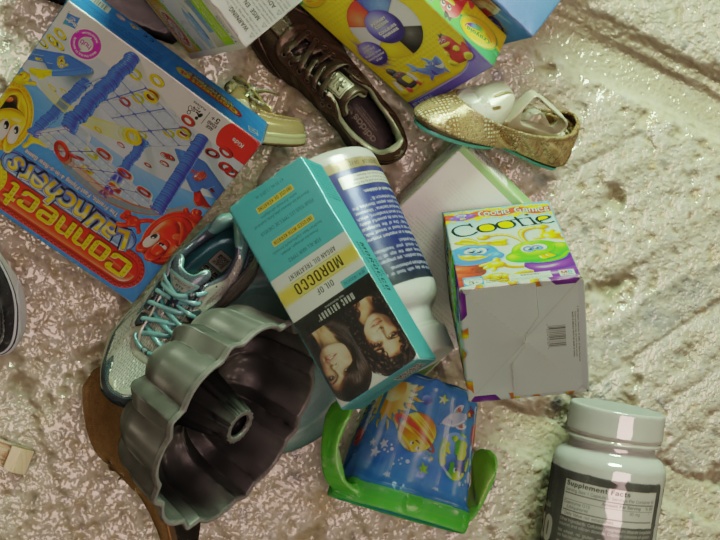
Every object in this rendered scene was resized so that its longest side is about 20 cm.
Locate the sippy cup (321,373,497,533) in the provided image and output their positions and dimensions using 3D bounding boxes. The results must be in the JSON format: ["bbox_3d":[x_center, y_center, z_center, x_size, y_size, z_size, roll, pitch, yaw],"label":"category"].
[{"bbox_3d":[0.050,0.167,1.232,0.139,0.178,0.131,11,78,18],"label":"sippy cup"}]

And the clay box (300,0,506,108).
[{"bbox_3d":[0.022,-0.242,1.182,0.200,0.115,0.048,38,55,-21],"label":"clay box"}]

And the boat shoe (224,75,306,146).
[{"bbox_3d":[-0.140,-0.156,1.178,0.199,0.073,0.063,14,93,-15],"label":"boat shoe"}]

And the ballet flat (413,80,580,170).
[{"bbox_3d":[0.133,-0.146,1.228,0.200,0.071,0.065,7,124,-44],"label":"ballet flat"}]

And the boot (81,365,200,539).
[{"bbox_3d":[-0.198,0.176,1.202,0.075,0.074,0.201,-12,100,12],"label":"boot"}]

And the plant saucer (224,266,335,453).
[{"bbox_3d":[-0.088,0.080,1.224,0.199,0.036,0.201,-1,96,-13],"label":"plant saucer"}]

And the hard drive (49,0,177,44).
[{"bbox_3d":[-0.203,-0.320,1.169,0.139,0.033,0.201,17,89,-16],"label":"hard drive"}]

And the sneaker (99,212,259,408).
[{"bbox_3d":[-0.163,0.027,1.137,0.077,0.086,0.200,30,68,8],"label":"sneaker"}]

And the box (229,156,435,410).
[{"bbox_3d":[-0.025,0.011,1.095,0.082,0.049,0.200,-34,75,14],"label":"box"}]

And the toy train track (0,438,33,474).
[{"bbox_3d":[-0.387,0.139,1.153,0.199,0.033,0.115,22,88,-17],"label":"toy train track"}]

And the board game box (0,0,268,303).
[{"bbox_3d":[-0.217,-0.105,1.128,0.200,0.056,0.196,35,111,-15],"label":"board game box"}]

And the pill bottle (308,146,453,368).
[{"bbox_3d":[0.000,0.000,1.175,0.115,0.116,0.200,-23,77,-13],"label":"pill bottle"}]

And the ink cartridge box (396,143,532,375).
[{"bbox_3d":[0.078,-0.010,1.265,0.145,0.048,0.200,43,106,-14],"label":"ink cartridge box"}]

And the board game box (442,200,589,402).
[{"bbox_3d":[0.131,0.022,1.146,0.103,0.200,0.105,-6,110,2],"label":"board game box"}]

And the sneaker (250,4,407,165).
[{"bbox_3d":[-0.025,-0.180,1.207,0.200,0.076,0.070,45,82,-14],"label":"sneaker"}]

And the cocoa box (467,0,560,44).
[{"bbox_3d":[0.148,-0.325,1.213,0.131,0.133,0.200,39,83,-15],"label":"cocoa box"}]

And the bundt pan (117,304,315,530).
[{"bbox_3d":[-0.129,0.116,1.118,0.076,0.202,0.202,29,85,27],"label":"bundt pan"}]

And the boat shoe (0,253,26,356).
[{"bbox_3d":[-0.340,-0.006,1.111,0.071,0.068,0.201,-6,117,5],"label":"boat shoe"}]

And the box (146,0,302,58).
[{"bbox_3d":[-0.115,-0.251,1.079,0.101,0.200,0.113,-42,108,-11],"label":"box"}]

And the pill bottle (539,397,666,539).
[{"bbox_3d":[0.239,0.233,1.292,0.113,0.113,0.201,9,91,-16],"label":"pill bottle"}]
